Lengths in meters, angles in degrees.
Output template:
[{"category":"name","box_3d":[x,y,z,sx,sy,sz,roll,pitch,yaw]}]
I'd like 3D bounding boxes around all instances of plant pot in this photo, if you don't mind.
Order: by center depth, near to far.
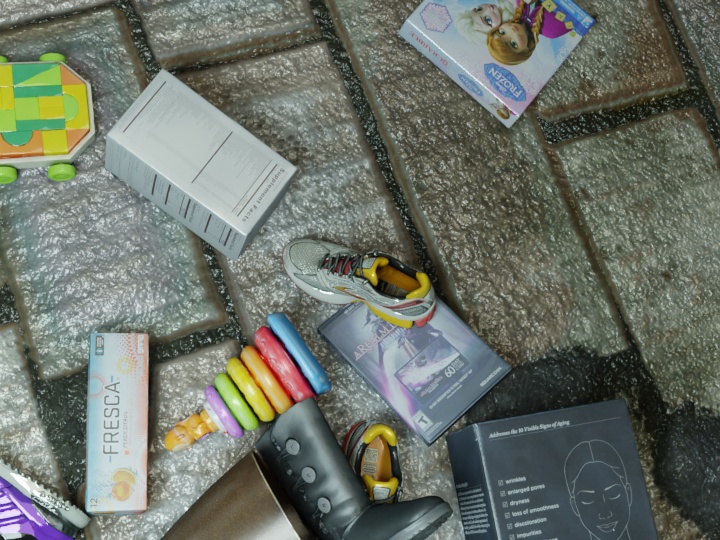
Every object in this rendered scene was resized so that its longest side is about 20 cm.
[{"category":"plant pot","box_3d":[-0.151,0.329,1.194,0.199,0.187,0.188,-33,85,-5]}]

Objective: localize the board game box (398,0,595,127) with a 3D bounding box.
[{"category":"board game box","box_3d":[0.189,-0.333,1.510,0.200,0.041,0.200,39,70,-1]}]

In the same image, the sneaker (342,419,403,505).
[{"category":"sneaker","box_3d":[0.009,0.271,1.277,0.077,0.082,0.202,2,76,-13]}]

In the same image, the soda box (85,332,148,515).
[{"category":"soda box","box_3d":[-0.275,0.174,1.250,0.068,0.064,0.202,2,74,-14]}]

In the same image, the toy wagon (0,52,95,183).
[{"category":"toy wagon","box_3d":[-0.421,-0.183,1.322,0.198,0.040,0.156,-5,76,-16]}]

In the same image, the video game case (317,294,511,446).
[{"category":"video game case","box_3d":[0.065,0.097,1.351,0.143,0.019,0.200,-38,70,-20]}]

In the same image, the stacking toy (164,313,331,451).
[{"category":"stacking toy","box_3d":[-0.141,0.149,1.280,0.199,0.116,0.110,-35,83,-9]}]

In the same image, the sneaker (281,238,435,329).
[{"category":"sneaker","box_3d":[0.000,0.000,1.345,0.199,0.082,0.078,17,62,8]}]

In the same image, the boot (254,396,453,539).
[{"category":"boot","box_3d":[-0.011,0.225,1.215,0.165,0.066,0.201,-40,68,21]}]

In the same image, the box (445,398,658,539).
[{"category":"box","box_3d":[0.226,0.270,1.311,0.198,0.124,0.198,-7,78,-15]}]

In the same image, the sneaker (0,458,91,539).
[{"category":"sneaker","box_3d":[-0.401,0.256,1.192,0.199,0.070,0.100,33,72,-3]}]

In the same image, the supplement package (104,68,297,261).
[{"category":"supplement package","box_3d":[-0.193,-0.123,1.327,0.200,0.110,0.114,37,69,-2]}]
